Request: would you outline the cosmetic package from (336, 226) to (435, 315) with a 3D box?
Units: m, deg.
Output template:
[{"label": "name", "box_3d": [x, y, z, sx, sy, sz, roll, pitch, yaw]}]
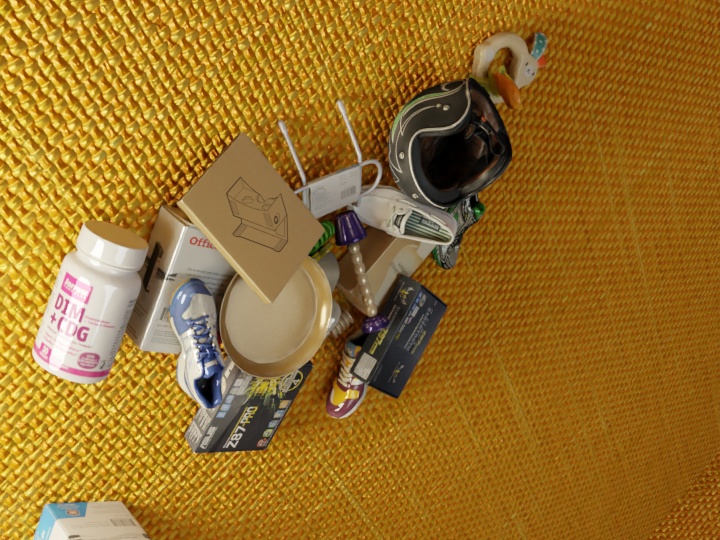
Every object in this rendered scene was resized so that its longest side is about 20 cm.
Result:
[{"label": "cosmetic package", "box_3d": [0.046, -0.026, 1.730, 0.201, 0.071, 0.105, -50, 138, -7]}]

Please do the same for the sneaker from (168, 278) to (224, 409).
[{"label": "sneaker", "box_3d": [-0.227, 0.109, 1.419, 0.074, 0.088, 0.204, -21, 127, -28]}]

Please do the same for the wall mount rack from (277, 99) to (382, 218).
[{"label": "wall mount rack", "box_3d": [-0.060, -0.164, 1.550, 0.198, 0.074, 0.177, -25, 133, -31]}]

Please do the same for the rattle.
[{"label": "rattle", "box_3d": [0.301, -0.358, 1.724, 0.197, 0.142, 0.133, -10, 103, -32]}]

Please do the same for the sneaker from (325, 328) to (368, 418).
[{"label": "sneaker", "box_3d": [-0.014, 0.174, 1.800, 0.202, 0.074, 0.090, -58, 141, -11]}]

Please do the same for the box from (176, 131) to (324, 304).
[{"label": "box", "box_3d": [-0.156, -0.079, 1.430, 0.201, 0.021, 0.164, 50, 54, -19]}]

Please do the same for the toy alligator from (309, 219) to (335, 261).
[{"label": "toy alligator", "box_3d": [-0.088, -0.038, 1.563, 0.054, 0.060, 0.200, -41, -178, 39]}]

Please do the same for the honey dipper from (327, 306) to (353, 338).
[{"label": "honey dipper", "box_3d": [-0.097, 0.141, 1.730, 0.199, 0.038, 0.038, -40, 136, -13]}]

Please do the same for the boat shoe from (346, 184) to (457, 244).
[{"label": "boat shoe", "box_3d": [0.071, -0.094, 1.636, 0.195, 0.067, 0.075, 12, 110, -2]}]

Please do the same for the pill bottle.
[{"label": "pill bottle", "box_3d": [-0.371, 0.042, 1.348, 0.112, 0.113, 0.203, 11, 106, -46]}]

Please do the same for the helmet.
[{"label": "helmet", "box_3d": [0.137, -0.207, 1.614, 0.189, 0.203, 0.199, -28, 145, 25]}]

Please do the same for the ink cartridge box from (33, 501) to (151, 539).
[{"label": "ink cartridge box", "box_3d": [-0.398, 0.449, 1.507, 0.145, 0.199, 0.087, 12, 107, -45]}]

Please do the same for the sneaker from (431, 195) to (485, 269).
[{"label": "sneaker", "box_3d": [0.181, -0.092, 1.791, 0.078, 0.084, 0.204, -41, 145, -58]}]

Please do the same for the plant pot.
[{"label": "plant pot", "box_3d": [-0.133, 0.064, 1.497, 0.197, 0.027, 0.205, -10, 108, -32]}]

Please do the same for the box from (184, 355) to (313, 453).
[{"label": "box", "box_3d": [-0.189, 0.220, 1.650, 0.159, 0.049, 0.202, 9, 121, -43]}]

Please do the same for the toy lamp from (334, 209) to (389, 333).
[{"label": "toy lamp", "box_3d": [0.000, 0.000, 1.633, 0.057, 0.058, 0.204, -24, 105, -30]}]

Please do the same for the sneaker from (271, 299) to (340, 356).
[{"label": "sneaker", "box_3d": [-0.124, 0.100, 1.581, 0.196, 0.073, 0.073, -19, 169, -19]}]

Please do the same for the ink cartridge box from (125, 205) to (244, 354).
[{"label": "ink cartridge box", "box_3d": [-0.257, 0.018, 1.462, 0.143, 0.083, 0.203, 11, 108, -45]}]

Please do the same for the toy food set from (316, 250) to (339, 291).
[{"label": "toy food set", "box_3d": [-0.131, 0.057, 1.635, 0.142, 0.060, 0.203, 2, 121, -44]}]

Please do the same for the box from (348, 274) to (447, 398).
[{"label": "box", "box_3d": [0.072, 0.123, 1.764, 0.203, 0.050, 0.157, -60, 153, -4]}]
